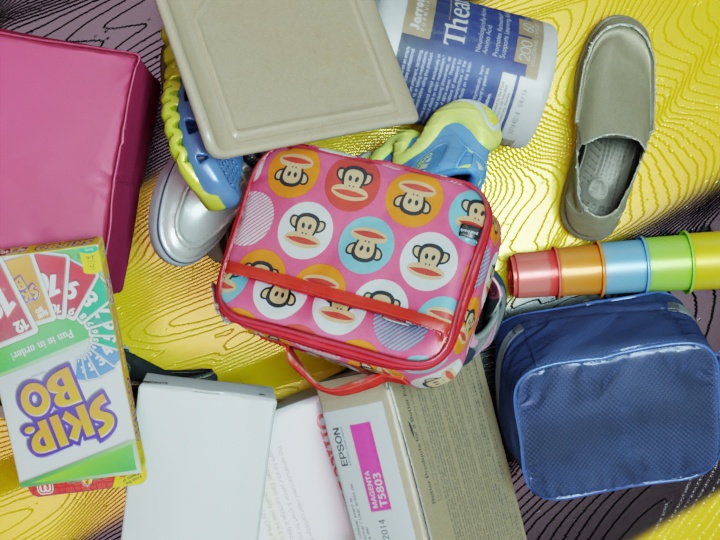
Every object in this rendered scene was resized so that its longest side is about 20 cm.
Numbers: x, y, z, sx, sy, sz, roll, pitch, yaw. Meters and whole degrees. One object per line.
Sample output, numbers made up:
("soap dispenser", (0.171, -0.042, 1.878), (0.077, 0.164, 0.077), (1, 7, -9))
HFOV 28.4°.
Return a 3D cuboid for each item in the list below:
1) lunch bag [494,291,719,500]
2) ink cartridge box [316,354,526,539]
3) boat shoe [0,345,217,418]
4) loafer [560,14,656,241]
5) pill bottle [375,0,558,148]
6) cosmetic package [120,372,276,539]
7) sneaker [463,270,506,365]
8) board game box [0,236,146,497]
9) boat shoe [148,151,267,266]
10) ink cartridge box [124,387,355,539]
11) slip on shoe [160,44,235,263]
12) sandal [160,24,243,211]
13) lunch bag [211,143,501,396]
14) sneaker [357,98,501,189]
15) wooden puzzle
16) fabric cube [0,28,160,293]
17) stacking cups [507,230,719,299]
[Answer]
("lunch bag", (0.216, 0.098, 1.223), (0.199, 0.132, 0.137), (-8, 113, -2))
("ink cartridge box", (0.055, 0.166, 1.189), (0.075, 0.164, 0.201), (-14, 89, 32))
("boat shoe", (-0.219, 0.090, 1.218), (0.199, 0.072, 0.068), (1, 96, -3))
("loafer", (0.223, -0.125, 1.248), (0.075, 0.068, 0.201), (7, 91, -5))
("pill bottle", (0.059, -0.179, 1.211), (0.199, 0.111, 0.112), (13, 91, -5))
("cosmetic package", (-0.133, 0.188, 1.141), (0.112, 0.081, 0.201), (9, 90, -5))
("sneaker", (0.096, 0.029, 1.177), (0.070, 0.200, 0.082), (44, 119, -1))
("board game box", (-0.221, 0.078, 1.059), (0.095, 0.030, 0.201), (-7, 111, 2))
("boat shoe", (-0.102, -0.092, 1.161), (0.071, 0.070, 0.201), (41, 70, -27))
("ink cartridge box", (-0.087, 0.197, 1.226), (0.199, 0.083, 0.146), (-19, 93, -3))
("slip on shoe", (-0.135, -0.106, 1.227), (0.060, 0.076, 0.201), (-1, 103, 35))
("sandal", (-0.107, -0.140, 1.110), (0.087, 0.080, 0.201), (-10, 64, 8))
("lunch bag", (-0.005, 0.006, 1.074), (0.199, 0.082, 0.177), (14, 77, 18))
("sneaker", (0.032, -0.058, 1.178), (0.076, 0.105, 0.200), (35, 127, -21))
("wooden puzzle", (-0.064, -0.182, 1.096), (0.199, 0.037, 0.186), (-13, 77, -34))
("fabric cube", (-0.278, -0.088, 1.143), (0.195, 0.199, 0.201), (11, 91, -4))
("stacking cups", (0.231, -0.005, 1.265), (0.199, 0.061, 0.061), (-3, 92, 0))
